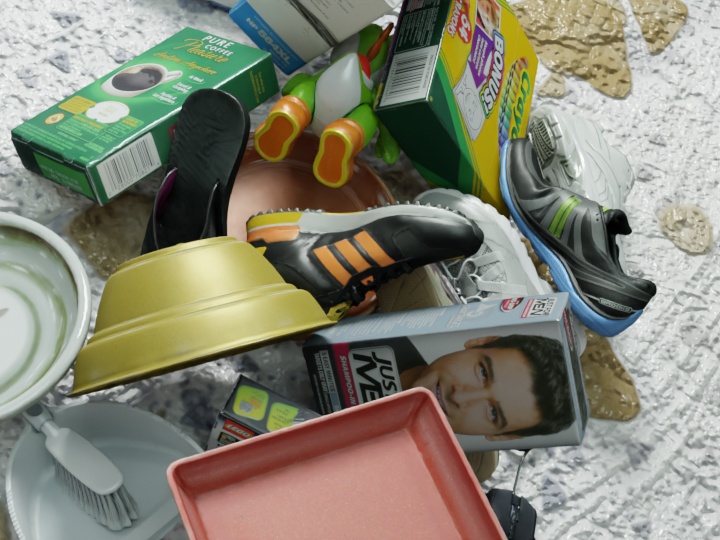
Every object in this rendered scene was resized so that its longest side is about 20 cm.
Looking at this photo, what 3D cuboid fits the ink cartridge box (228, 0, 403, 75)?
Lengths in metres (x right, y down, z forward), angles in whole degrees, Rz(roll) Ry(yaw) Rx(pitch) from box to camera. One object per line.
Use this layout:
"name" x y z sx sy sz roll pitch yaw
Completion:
"ink cartridge box" -0.007 -0.266 0.942 0.084 0.200 0.146 46 65 -17

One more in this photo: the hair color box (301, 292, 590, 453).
"hair color box" 0.065 0.083 0.832 0.061 0.199 0.099 -46 126 -65

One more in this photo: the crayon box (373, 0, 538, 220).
"crayon box" 0.095 -0.171 0.998 0.173 0.058 0.200 47 48 -44

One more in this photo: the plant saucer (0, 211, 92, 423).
"plant saucer" -0.298 0.045 0.816 0.199 0.050 0.201 1 53 -2

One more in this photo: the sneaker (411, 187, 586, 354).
"sneaker" 0.109 0.012 0.955 0.082 0.075 0.200 -36 79 -30

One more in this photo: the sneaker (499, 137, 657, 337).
"sneaker" 0.188 -0.038 0.954 0.071 0.083 0.200 20 36 -59

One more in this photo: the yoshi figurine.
"yoshi figurine" -0.018 -0.143 0.970 0.113 0.112 0.200 63 35 -26

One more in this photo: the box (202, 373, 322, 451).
"box" -0.018 0.156 0.824 0.200 0.110 0.035 28 59 -2

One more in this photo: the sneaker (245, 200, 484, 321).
"sneaker" 0.000 0.000 0.868 0.199 0.070 0.090 -1 73 19

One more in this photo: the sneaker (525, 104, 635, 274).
"sneaker" 0.226 -0.068 1.034 0.099 0.078 0.201 -2 68 -26

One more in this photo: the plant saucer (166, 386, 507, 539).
"plant saucer" -0.002 0.190 0.700 0.199 0.037 0.200 -14 62 -26

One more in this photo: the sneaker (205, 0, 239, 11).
"sneaker" -0.172 -0.311 1.028 0.199 0.088 0.076 12 63 -9

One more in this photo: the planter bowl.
"planter bowl" -0.122 0.026 0.792 0.200 0.200 0.084 -13 85 -22

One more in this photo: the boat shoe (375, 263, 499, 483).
"boat shoe" 0.074 0.076 0.914 0.065 0.072 0.201 -10 75 -54

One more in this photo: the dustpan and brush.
"dustpan and brush" -0.218 0.129 0.804 0.200 0.057 0.139 30 53 35

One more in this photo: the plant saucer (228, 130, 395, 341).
"plant saucer" -0.061 -0.031 0.952 0.200 0.032 0.201 7 61 -13

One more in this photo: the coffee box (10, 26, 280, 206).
"coffee box" -0.179 -0.136 0.929 0.123 0.044 0.200 23 51 39

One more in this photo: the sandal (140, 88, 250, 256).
"sandal" -0.139 -0.045 0.868 0.075 0.048 0.201 12 97 14

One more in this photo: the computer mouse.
"computer mouse" 0.133 0.177 0.903 0.058 0.034 0.200 23 59 -4
